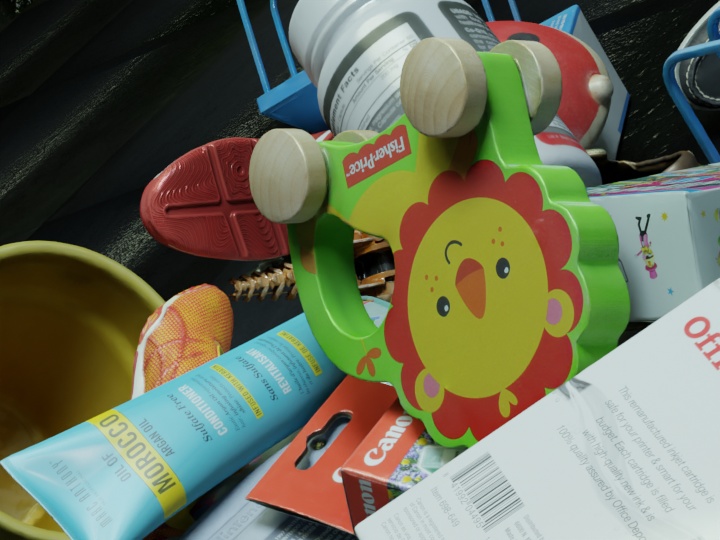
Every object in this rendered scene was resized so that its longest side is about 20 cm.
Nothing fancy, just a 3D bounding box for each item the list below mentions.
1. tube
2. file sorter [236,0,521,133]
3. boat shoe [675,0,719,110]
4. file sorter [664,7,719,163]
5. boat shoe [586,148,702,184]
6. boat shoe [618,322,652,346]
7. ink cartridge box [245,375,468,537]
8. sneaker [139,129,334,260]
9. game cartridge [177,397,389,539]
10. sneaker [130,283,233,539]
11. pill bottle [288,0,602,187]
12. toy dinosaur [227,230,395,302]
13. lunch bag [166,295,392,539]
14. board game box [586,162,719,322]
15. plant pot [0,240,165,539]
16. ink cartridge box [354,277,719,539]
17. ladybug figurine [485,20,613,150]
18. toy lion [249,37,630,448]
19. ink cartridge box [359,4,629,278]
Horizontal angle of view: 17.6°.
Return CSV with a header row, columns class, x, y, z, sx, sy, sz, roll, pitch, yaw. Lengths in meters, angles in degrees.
class,x,y,z,sx,sy,sz,roll,pitch,yaw
tube,-0.084,0.082,1.203,0.200,0.077,0.050,-30,-30,-35
file sorter,0.020,-0.177,1.724,0.139,0.123,0.200,-29,-23,27
boat shoe,0.291,-0.158,1.460,0.200,0.074,0.060,-24,14,4
file sorter,0.284,-0.128,1.284,0.200,0.123,0.139,-45,20,-30
boat shoe,0.148,-0.042,1.394,0.075,0.075,0.202,-43,20,-28
boat shoe,0.135,0.056,1.181,0.200,0.074,0.066,-6,27,37
ink cartridge box,0.049,0.088,1.138,0.200,0.050,0.109,14,43,29
sneaker,-0.074,-0.039,1.430,0.200,0.079,0.115,-11,-4,-42
game cartridge,-0.026,0.154,1.165,0.200,0.042,0.133,-41,43,-22
sneaker,-0.093,0.081,1.288,0.077,0.073,0.200,-4,38,15
pill bottle,0.045,-0.090,1.366,0.114,0.114,0.200,-34,57,0
toy dinosaur,0.000,0.000,1.440,0.136,0.200,0.102,-25,54,45
lunch bag,-0.028,0.107,1.314,0.200,0.077,0.160,-41,24,-14
board game box,0.180,-0.018,1.136,0.200,0.064,0.147,-12,6,-38
plant pot,-0.226,0.106,1.506,0.201,0.201,0.189,-47,6,-36
ink cartridge box,0.119,0.113,0.968,0.200,0.085,0.146,-35,36,1
ladybug figurine,0.067,-0.102,1.490,0.200,0.072,0.136,-15,60,29
toy lion,0.041,-0.001,1.101,0.069,0.192,0.200,-1,-16,-40
ink cartridge box,0.077,-0.085,1.618,0.200,0.085,0.145,-25,19,22
